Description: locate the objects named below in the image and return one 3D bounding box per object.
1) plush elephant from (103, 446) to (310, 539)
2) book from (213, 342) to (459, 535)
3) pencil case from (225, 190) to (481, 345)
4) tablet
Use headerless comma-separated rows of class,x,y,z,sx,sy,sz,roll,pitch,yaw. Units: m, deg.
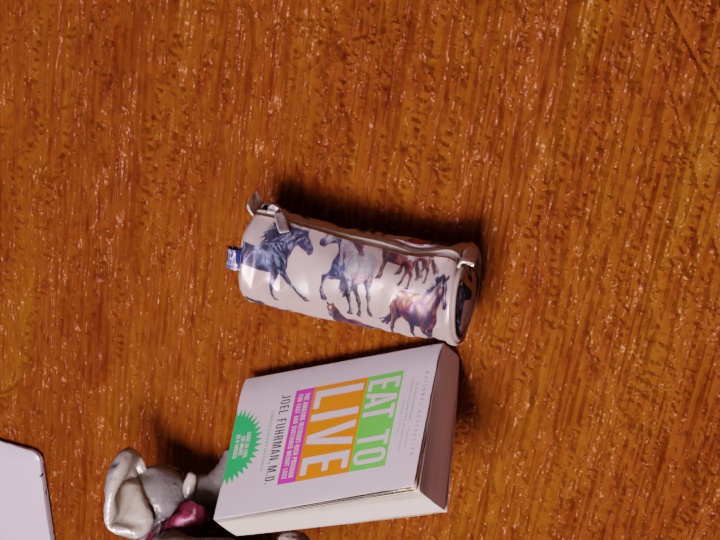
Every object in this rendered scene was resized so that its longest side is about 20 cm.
plush elephant,-0.141,0.225,1.696,0.200,0.165,0.155,-19,71,3
book,-0.018,0.136,1.575,0.200,0.134,0.048,-13,143,33
pencil case,0.000,0.000,1.509,0.200,0.078,0.090,12,138,23
tablet,-0.384,0.205,1.890,0.200,0.014,0.130,12,124,22
